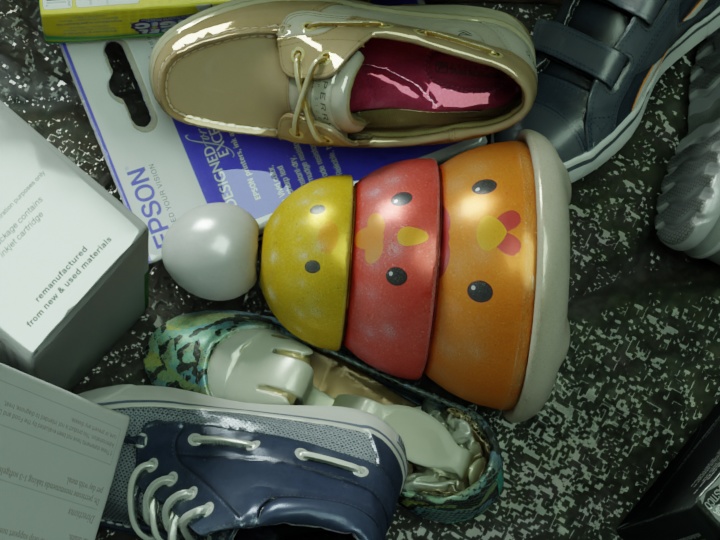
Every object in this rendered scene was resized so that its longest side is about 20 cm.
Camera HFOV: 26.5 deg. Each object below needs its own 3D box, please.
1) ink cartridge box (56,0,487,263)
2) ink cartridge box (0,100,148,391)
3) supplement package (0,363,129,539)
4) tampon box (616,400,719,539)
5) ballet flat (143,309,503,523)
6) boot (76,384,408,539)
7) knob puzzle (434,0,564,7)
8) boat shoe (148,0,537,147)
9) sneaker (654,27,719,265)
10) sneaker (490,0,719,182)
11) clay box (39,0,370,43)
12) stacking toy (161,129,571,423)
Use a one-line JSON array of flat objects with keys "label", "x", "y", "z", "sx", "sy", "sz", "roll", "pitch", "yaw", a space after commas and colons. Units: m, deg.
[{"label": "ink cartridge box", "x": -0.059, "y": -0.119, "z": 0.836, "sx": 0.199, "sy": 0.043, "sz": 0.199, "roll": -20, "pitch": 77, "yaw": -14}, {"label": "ink cartridge box", "x": -0.202, "y": -0.035, "z": 0.739, "sx": 0.200, "sy": 0.145, "sz": 0.084, "roll": 40, "pitch": 73, "yaw": 4}, {"label": "supplement package", "x": -0.200, "y": 0.137, "z": 0.656, "sx": 0.117, "sy": 0.117, "sz": 0.201, "roll": 9, "pitch": 76, "yaw": 25}, {"label": "tampon box", "x": 0.263, "y": 0.137, "z": 0.766, "sx": 0.200, "sy": 0.126, "sz": 0.150, "roll": 41, "pitch": 74, "yaw": 4}, {"label": "ballet flat", "x": -0.016, "y": 0.067, "z": 0.778, "sx": 0.199, "sy": 0.074, "sz": 0.075, "roll": 21, "pitch": 73, "yaw": -2}, {"label": "boot", "x": -0.080, "y": 0.105, "z": 0.719, "sx": 0.198, "sy": 0.090, "sz": 0.073, "roll": -3, "pitch": 113, "yaw": 10}, {"label": "knob puzzle", "x": 0.124, "y": -0.248, "z": 0.905, "sx": 0.218, "sy": 0.030, "sz": 0.221, "roll": 2, "pitch": 74, "yaw": -8}, {"label": "boat shoe", "x": -0.008, "y": -0.096, "z": 0.760, "sx": 0.198, "sy": 0.069, "sz": 0.074, "roll": -4, "pitch": 118, "yaw": -1}, {"label": "sneaker", "x": 0.231, "y": -0.086, "z": 0.865, "sx": 0.082, "sy": 0.075, "sz": 0.201, "roll": 30, "pitch": 74, "yaw": -20}, {"label": "sneaker", "x": 0.137, "y": -0.135, "z": 0.840, "sx": 0.078, "sy": 0.080, "sz": 0.200, "roll": 29, "pitch": 66, "yaw": 34}, {"label": "clay box", "x": -0.072, "y": -0.187, "z": 0.806, "sx": 0.198, "sy": 0.048, "sz": 0.116, "roll": -5, "pitch": 79, "yaw": -10}, {"label": "stacking toy", "x": 0.000, "y": 0.000, "z": 0.763, "sx": 0.198, "sy": 0.146, "sz": 0.147, "roll": 2, "pitch": 74, "yaw": -4}]
